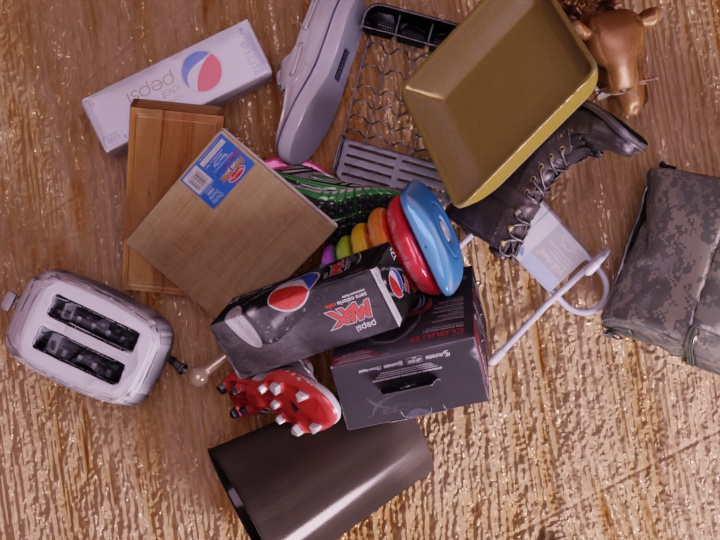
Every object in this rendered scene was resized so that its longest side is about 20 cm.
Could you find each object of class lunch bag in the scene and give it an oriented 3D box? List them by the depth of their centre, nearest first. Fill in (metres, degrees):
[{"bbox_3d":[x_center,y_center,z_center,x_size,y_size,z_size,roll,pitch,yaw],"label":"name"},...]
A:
[{"bbox_3d":[0.356,-0.003,1.680,0.166,0.139,0.202,18,83,15],"label":"lunch bag"}]

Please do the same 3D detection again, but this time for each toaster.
[{"bbox_3d":[-0.277,0.074,1.655,0.198,0.129,0.115,26,87,-1],"label":"toaster"}]

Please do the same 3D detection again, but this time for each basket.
[{"bbox_3d":[-0.036,0.206,1.650,0.198,0.180,0.137,-27,122,-11],"label":"basket"}]

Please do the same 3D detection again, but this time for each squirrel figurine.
[{"bbox_3d":[0.243,-0.255,1.664,0.140,0.187,0.203,-5,87,-2],"label":"squirrel figurine"}]

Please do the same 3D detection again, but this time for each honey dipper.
[{"bbox_3d":[-0.099,0.059,1.674,0.199,0.038,0.038,-39,89,-5],"label":"honey dipper"}]

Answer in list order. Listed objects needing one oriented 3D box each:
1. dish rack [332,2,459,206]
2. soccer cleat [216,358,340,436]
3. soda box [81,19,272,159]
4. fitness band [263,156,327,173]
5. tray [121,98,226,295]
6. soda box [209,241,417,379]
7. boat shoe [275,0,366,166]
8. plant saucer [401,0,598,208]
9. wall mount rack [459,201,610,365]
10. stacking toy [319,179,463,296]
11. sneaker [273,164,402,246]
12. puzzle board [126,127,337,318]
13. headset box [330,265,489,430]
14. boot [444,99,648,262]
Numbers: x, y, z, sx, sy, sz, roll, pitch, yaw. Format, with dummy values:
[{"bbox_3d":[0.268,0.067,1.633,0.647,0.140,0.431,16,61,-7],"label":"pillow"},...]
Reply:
[{"bbox_3d":[0.054,-0.172,1.719,0.151,0.055,0.203,15,87,-1],"label":"dish rack"},{"bbox_3d":[-0.070,0.119,1.628,0.085,0.199,0.069,-34,107,-29],"label":"soccer cleat"},{"bbox_3d":[-0.195,-0.192,1.703,0.198,0.068,0.064,-26,88,-4],"label":"soda box"},{"bbox_3d":[-0.080,-0.021,1.714,0.142,0.037,0.203,-2,88,-3],"label":"fitness band"},{"bbox_3d":[-0.197,-0.074,1.671,0.097,0.037,0.202,5,113,-2],"label":"tray"},{"bbox_3d":[-0.048,0.041,1.581,0.198,0.063,0.071,-20,108,28],"label":"soda box"},{"bbox_3d":[-0.056,-0.208,1.711,0.065,0.074,0.202,16,72,22],"label":"boat shoe"},{"bbox_3d":[0.147,-0.183,1.602,0.048,0.201,0.200,25,120,-38],"label":"plant saucer"},{"bbox_3d":[0.165,-0.006,1.708,0.200,0.075,0.174,47,117,2],"label":"wall mount rack"},{"bbox_3d":[0.000,0.000,1.624,0.198,0.110,0.117,-25,96,14],"label":"stacking toy"},{"bbox_3d":[-0.036,-0.078,1.667,0.197,0.079,0.086,6,42,-20],"label":"sneaker"},{"bbox_3d":[-0.133,-0.039,1.617,0.150,0.017,0.200,40,129,-7],"label":"puzzle board"},{"bbox_3d":[0.052,0.080,1.608,0.147,0.200,0.076,-12,112,9],"label":"headset box"},{"bbox_3d":[0.184,-0.089,1.602,0.069,0.199,0.176,26,90,-41],"label":"boot"}]
